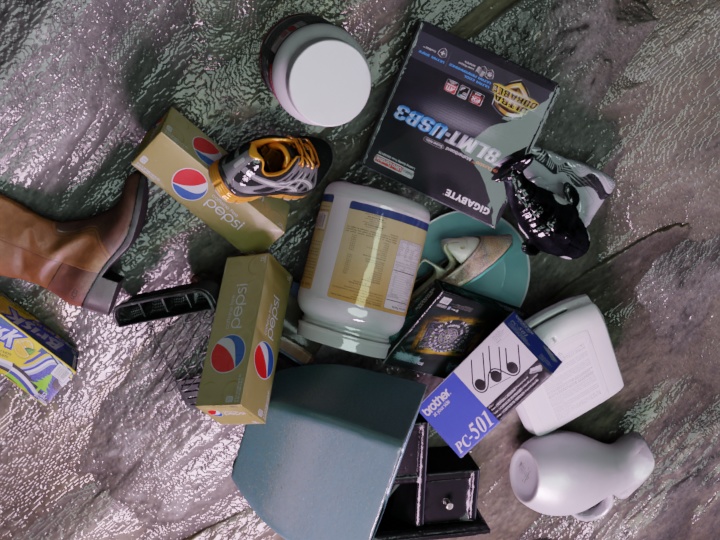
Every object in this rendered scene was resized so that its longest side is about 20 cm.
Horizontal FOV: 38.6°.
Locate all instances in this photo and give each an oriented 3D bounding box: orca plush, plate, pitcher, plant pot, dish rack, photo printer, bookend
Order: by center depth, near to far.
[{"bbox_3d":[-0.049,0.230,1.308,0.197,0.196,0.199,20,108,6],"label":"plant pot"},{"bbox_3d":[0.251,-0.070,1.315,0.105,0.071,0.201,-39,129,-8],"label":"orca plush"},{"bbox_3d":[-0.216,0.109,1.343,0.151,0.055,0.202,-10,115,26],"label":"dish rack"},{"bbox_3d":[0.141,0.009,1.441,0.197,0.026,0.203,-4,110,-12],"label":"plate"},{"bbox_3d":[0.279,0.130,1.455,0.165,0.070,0.201,-30,135,1],"label":"photo printer"},{"bbox_3d":[0.087,0.279,1.483,0.197,0.092,0.202,-2,108,-13],"label":"bookend"},{"bbox_3d":[0.320,0.320,1.548,0.197,0.122,0.173,1,124,-25],"label":"pitcher"}]

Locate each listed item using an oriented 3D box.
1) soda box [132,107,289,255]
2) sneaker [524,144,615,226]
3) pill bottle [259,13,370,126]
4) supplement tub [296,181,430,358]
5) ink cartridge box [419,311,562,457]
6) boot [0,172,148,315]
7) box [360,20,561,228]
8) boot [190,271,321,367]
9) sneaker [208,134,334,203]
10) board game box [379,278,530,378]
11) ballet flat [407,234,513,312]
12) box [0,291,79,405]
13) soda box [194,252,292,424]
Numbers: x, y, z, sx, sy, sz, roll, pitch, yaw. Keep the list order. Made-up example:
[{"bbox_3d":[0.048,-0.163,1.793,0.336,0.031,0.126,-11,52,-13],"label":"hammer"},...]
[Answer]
[{"bbox_3d":[-0.183,-0.106,1.287,0.199,0.068,0.064,39,119,-22],"label":"soda box"},{"bbox_3d":[0.245,-0.105,1.398,0.198,0.075,0.116,17,101,-21],"label":"sneaker"},{"bbox_3d":[-0.054,-0.237,1.217,0.114,0.200,0.118,-4,109,-11],"label":"pill bottle"},{"bbox_3d":[0.000,0.000,1.319,0.142,0.144,0.203,15,89,-17],"label":"supplement tub"},{"bbox_3d":[0.170,0.155,1.384,0.094,0.044,0.200,46,124,8],"label":"ink cartridge box"},{"bbox_3d":[-0.378,-0.062,1.289,0.198,0.069,0.191,21,100,-5],"label":"boot"},{"bbox_3d":[0.127,-0.187,1.322,0.198,0.050,0.201,26,102,4],"label":"box"},{"bbox_3d":[-0.127,0.040,1.379,0.199,0.075,0.098,38,74,-16],"label":"boot"},{"bbox_3d":[-0.093,-0.132,1.265,0.077,0.199,0.079,-35,83,40],"label":"sneaker"},{"bbox_3d":[0.130,0.089,1.405,0.199,0.028,0.136,19,119,-43],"label":"board game box"},{"bbox_3d":[0.115,0.000,1.384,0.199,0.068,0.067,-40,106,1],"label":"ballet flat"},{"bbox_3d":[-0.453,0.079,1.301,0.064,0.070,0.200,-45,112,6],"label":"box"},{"bbox_3d":[-0.140,0.082,1.259,0.067,0.203,0.064,-5,151,26],"label":"soda box"}]
